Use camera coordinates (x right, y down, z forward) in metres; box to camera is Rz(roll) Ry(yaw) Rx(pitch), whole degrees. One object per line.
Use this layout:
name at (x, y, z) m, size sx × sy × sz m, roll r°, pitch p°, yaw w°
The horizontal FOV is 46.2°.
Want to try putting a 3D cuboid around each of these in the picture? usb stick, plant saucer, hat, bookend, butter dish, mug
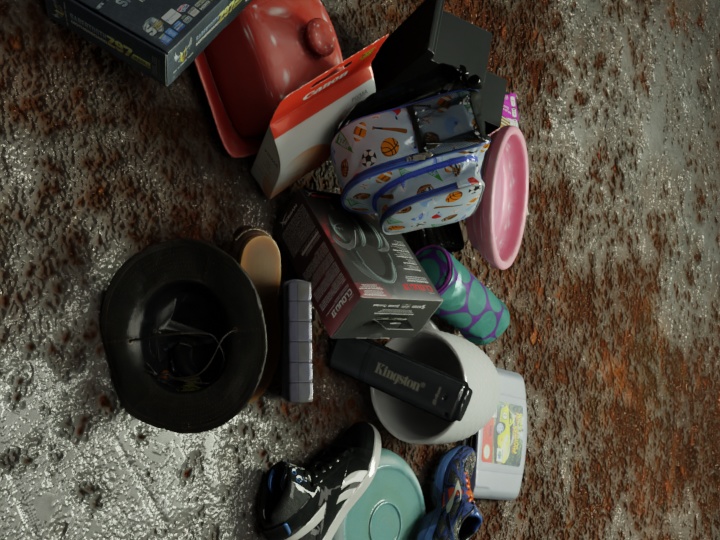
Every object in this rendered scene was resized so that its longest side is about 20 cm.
usb stick at (0.047, 0.134, 1.079) m, size 0.056 × 0.197 × 0.033 m, roll -64°, pitch 154°, yaw -10°
plant saucer at (0.027, 0.344, 1.141) m, size 0.198 × 0.027 × 0.205 m, roll 7°, pitch 80°, yaw -45°
hat at (-0.180, 0.070, 0.915) m, size 0.081 × 0.196 × 0.206 m, roll 18°, pitch 68°, yaw -80°
bookend at (0.134, -0.268, 1.170) m, size 0.195 × 0.199 × 0.094 m, roll 18°, pitch 73°, yaw -20°
butter dish at (-0.089, -0.263, 1.021) m, size 0.199 × 0.146 × 0.203 m, roll -29°, pitch 105°, yaw -43°
plant saucer at (0.196, -0.105, 1.217) m, size 0.200 × 0.050 × 0.206 m, roll 7°, pitch 90°, yaw -66°
mug at (0.107, 0.141, 1.180) m, size 0.174 × 0.147 × 0.203 m, roll 16°, pitch 44°, yaw -56°

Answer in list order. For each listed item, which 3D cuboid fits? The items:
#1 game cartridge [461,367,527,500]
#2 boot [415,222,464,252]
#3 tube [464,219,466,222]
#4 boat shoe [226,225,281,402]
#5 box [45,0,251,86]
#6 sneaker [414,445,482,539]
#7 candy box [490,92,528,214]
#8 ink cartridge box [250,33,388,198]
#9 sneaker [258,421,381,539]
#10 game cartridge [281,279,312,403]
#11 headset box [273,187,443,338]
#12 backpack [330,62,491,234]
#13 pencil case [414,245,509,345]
game cartridge at (0.213, 0.256, 1.331) m, size 0.132 × 0.040 × 0.205 m, roll 18°, pitch 72°, yaw -46°
boot at (0.075, -0.100, 1.209) m, size 0.208 × 0.078 × 0.162 m, roll 1°, pitch 84°, yaw -45°
tube at (0.145, -0.127, 1.214) m, size 0.201 × 0.050 × 0.078 m, roll 53°, pitch 52°, yaw -43°
boat shoe at (-0.131, 0.049, 0.988) m, size 0.069 × 0.070 × 0.205 m, roll 2°, pitch 103°, yaw -31°
box at (-0.216, -0.309, 0.912) m, size 0.156 × 0.051 × 0.201 m, roll 30°, pitch 56°, yaw 7°
sneaker at (0.140, 0.339, 1.199) m, size 0.076 × 0.077 × 0.202 m, roll 65°, pitch 34°, yaw -38°
candy box at (0.201, -0.186, 1.359) m, size 0.135 × 0.060 × 0.205 m, roll -4°, pitch 88°, yaw -44°
ink cartridge box at (-0.041, -0.177, 1.000) m, size 0.161 × 0.200 × 0.051 m, roll -37°, pitch 88°, yaw -24°
sneaker at (-0.052, 0.249, 1.042) m, size 0.112 × 0.072 × 0.202 m, roll 51°, pitch 54°, yaw -29°
game cartridge at (-0.075, 0.083, 0.974) m, size 0.037 × 0.200 × 0.133 m, roll -4°, pitch 83°, yaw -7°
headset box at (0.000, 0.000, 1.055) m, size 0.147 × 0.078 × 0.202 m, roll 5°, pitch 43°, yaw -43°
backpack at (0.059, -0.128, 1.023) m, size 0.200 × 0.186 × 0.158 m, roll 83°, pitch 0°, yaw -72°
pencil case at (0.139, 0.040, 1.230) m, size 0.199 × 0.091 × 0.086 m, roll 38°, pitch 75°, yaw -48°
